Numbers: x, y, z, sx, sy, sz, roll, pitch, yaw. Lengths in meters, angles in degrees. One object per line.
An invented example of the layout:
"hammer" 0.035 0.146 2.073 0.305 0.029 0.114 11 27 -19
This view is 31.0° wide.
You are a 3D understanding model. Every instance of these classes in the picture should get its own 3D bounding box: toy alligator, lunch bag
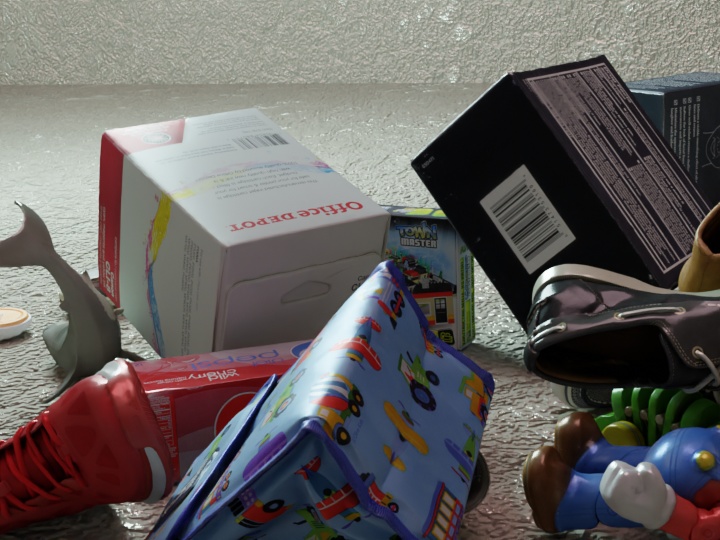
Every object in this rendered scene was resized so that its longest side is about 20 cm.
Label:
"toy alligator" 0.208 0.101 0.776 0.059 0.055 0.199 -13 18 -34
"lunch bag" -0.044 0.112 0.632 0.199 0.094 0.151 -36 13 28

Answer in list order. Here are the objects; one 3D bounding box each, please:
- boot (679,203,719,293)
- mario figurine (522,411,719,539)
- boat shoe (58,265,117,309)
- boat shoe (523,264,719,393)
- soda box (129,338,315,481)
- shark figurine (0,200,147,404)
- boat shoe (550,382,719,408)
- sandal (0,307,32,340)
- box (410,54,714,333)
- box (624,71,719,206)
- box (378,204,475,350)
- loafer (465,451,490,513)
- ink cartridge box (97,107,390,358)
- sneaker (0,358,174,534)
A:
"boot" 0.289 -0.029 0.824 0.200 0.145 0.071 -31 63 -11
"mario figurine" 0.190 0.094 0.690 0.198 0.106 0.125 -3 51 30
"boat shoe" -0.194 -0.012 1.244 0.200 0.076 0.074 -11 17 -32
"boat shoe" 0.194 0.049 0.759 0.197 0.073 0.068 8 36 13
"soda box" -0.053 0.087 0.859 0.197 0.064 0.070 -6 15 -17
"shark figurine" -0.219 0.051 0.959 0.127 0.215 0.090 32 66 14
"boat shoe" 0.236 0.064 0.898 0.198 0.075 0.093 -19 36 -19
"sandal" -0.393 0.031 1.139 0.203 0.060 0.079 -4 14 -7
"box" 0.176 -0.053 1.043 0.123 0.201 0.198 -39 -10 33
"box" 0.385 -0.153 1.552 0.198 0.151 0.107 -12 17 -35
"box" 0.000 0.000 1.095 0.198 0.112 0.035 5 16 28
"loafer" 0.039 0.115 0.725 0.069 0.071 0.200 -5 23 14
"ink cartridge box" -0.095 -0.013 0.994 0.144 0.146 0.200 -12 34 -32
"sneaker" -0.174 0.114 0.697 0.114 0.079 0.200 -22 -12 -27
